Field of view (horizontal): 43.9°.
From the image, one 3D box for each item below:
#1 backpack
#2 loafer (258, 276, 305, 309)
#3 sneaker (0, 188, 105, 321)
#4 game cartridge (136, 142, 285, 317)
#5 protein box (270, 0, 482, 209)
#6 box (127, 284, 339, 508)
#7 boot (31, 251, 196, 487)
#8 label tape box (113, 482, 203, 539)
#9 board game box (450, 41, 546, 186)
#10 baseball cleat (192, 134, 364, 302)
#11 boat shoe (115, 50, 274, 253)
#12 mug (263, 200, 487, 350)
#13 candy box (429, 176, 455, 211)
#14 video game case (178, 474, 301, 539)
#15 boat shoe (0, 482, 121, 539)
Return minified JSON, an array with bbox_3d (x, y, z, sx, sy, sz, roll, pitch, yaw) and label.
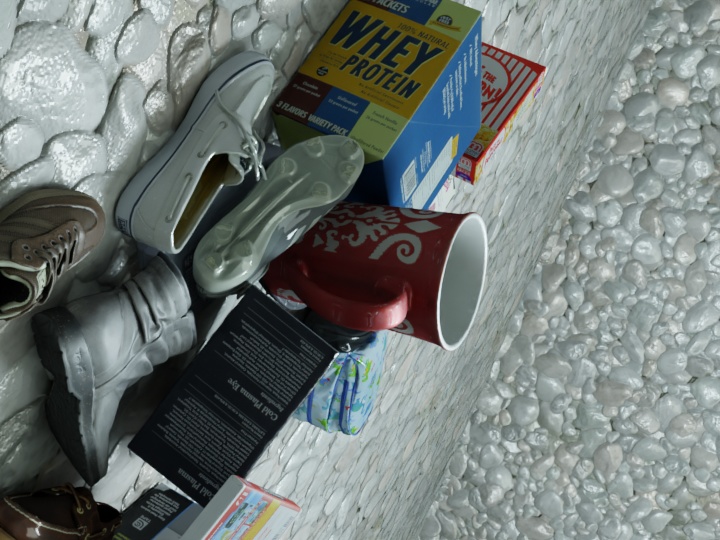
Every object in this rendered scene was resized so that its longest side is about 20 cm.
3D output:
[{"bbox_3d":[-0.032,0.128,1.218,0.201,0.153,0.163,-60,180,29],"label":"backpack"},{"bbox_3d":[-0.078,0.004,1.028,0.200,0.063,0.073,7,98,-68],"label":"loafer"},{"bbox_3d":[-0.229,0.002,0.595,0.200,0.075,0.071,-33,145,-56],"label":"sneaker"},{"bbox_3d":[-0.138,-0.036,0.855,0.200,0.040,0.134,-47,158,-42],"label":"game cartridge"},{"bbox_3d":[0.028,-0.166,0.974,0.201,0.134,0.199,-57,160,-20],"label":"protein box"},{"bbox_3d":[-0.117,0.120,0.878,0.183,0.104,0.200,-53,180,-6],"label":"box"},{"bbox_3d":[-0.197,0.089,0.762,0.131,0.070,0.201,-28,144,-36],"label":"boot"},{"bbox_3d":[-0.220,0.328,0.936,0.200,0.142,0.067,-34,144,-56],"label":"label tape box"},{"bbox_3d":[0.128,-0.215,1.153,0.200,0.151,0.046,-53,159,-30],"label":"board game box"},{"bbox_3d":[-0.081,-0.049,0.831,0.200,0.070,0.107,-39,172,-22],"label":"baseball cleat"},{"bbox_3d":[-0.115,-0.097,0.757,0.203,0.086,0.075,-55,160,-23],"label":"boat shoe"},{"bbox_3d":[0.004,-0.011,0.875,0.177,0.199,0.135,18,85,-65],"label":"mug"},{"bbox_3d":[0.064,-0.079,1.298,0.201,0.061,0.137,-57,160,-18],"label":"candy box"},{"bbox_3d":[-0.127,0.261,0.820,0.143,0.017,0.200,-51,159,-9],"label":"video game case"},{"bbox_3d":[-0.267,0.221,0.793,0.070,0.070,0.200,-51,167,-16],"label":"boat shoe"}]
